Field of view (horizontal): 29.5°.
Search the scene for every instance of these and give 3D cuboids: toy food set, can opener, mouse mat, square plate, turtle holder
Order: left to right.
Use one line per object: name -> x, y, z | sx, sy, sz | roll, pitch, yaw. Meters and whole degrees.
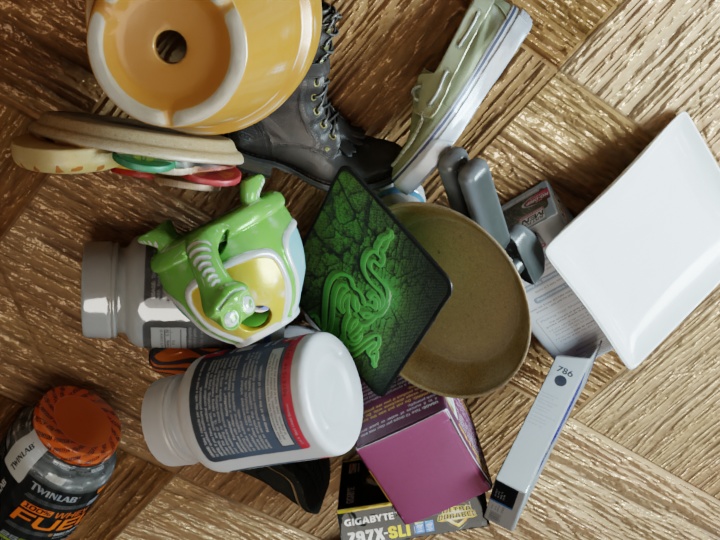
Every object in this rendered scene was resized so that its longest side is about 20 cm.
toy food set -> -0.198, -0.105, 1.215 | 0.197, 0.200, 0.049 | 9, 97, 3
turtle holder -> -0.107, -0.005, 1.227 | 0.141, 0.185, 0.132 | -30, 97, -22
mouse mat -> 0.002, 0.014, 1.300 | 0.008, 0.161, 0.200 | -29, 159, -36
can opener -> 0.122, -0.046, 1.292 | 0.067, 0.053, 0.200 | -49, 142, -15
square plate -> 0.295, -0.029, 1.382 | 0.200, 0.028, 0.198 | -44, 123, -5

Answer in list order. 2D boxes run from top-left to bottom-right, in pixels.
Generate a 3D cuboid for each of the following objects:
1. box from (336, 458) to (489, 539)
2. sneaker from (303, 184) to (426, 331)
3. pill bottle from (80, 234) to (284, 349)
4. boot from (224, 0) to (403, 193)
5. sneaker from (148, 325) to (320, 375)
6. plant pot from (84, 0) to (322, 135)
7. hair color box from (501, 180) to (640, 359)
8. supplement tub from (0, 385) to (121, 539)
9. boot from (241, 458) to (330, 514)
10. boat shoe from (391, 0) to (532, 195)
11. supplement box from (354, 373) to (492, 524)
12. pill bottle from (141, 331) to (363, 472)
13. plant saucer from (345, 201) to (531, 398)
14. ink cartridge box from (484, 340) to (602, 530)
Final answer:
box -> 0.056, 0.246, 1.515 | 0.159, 0.200, 0.050 | -8, 97, 2
sneaker -> 0.000, 0.000, 1.382 | 0.075, 0.087, 0.200 | 20, 126, -22
pill bottle -> -0.176, 0.021, 1.364 | 0.199, 0.114, 0.114 | 2, 129, -7
boot -> -0.040, -0.164, 1.256 | 0.199, 0.069, 0.175 | 6, 128, -7
sneaker -> -0.124, 0.119, 1.437 | 0.199, 0.113, 0.078 | -3, 154, -2
plant pot -> -0.139, -0.197, 1.108 | 0.199, 0.183, 0.201 | 2, 109, 5
hair color box -> 0.204, 0.010, 1.425 | 0.099, 0.061, 0.200 | -30, 126, 17
supplement tub -> -0.349, 0.228, 1.507 | 0.122, 0.123, 0.200 | 22, 124, -22
boot -> -0.121, 0.211, 1.564 | 0.137, 0.078, 0.200 | 5, 148, 20
boat shoe -> 0.080, -0.164, 1.260 | 0.062, 0.072, 0.201 | 33, 101, -2
supplement box -> 0.051, 0.139, 1.421 | 0.103, 0.200, 0.131 | -24, 126, 8
pill bottle -> -0.109, 0.134, 1.335 | 0.199, 0.120, 0.120 | -12, 131, 26
plant saucer -> 0.078, 0.024, 1.285 | 0.199, 0.035, 0.201 | 17, 122, 28
ink cartridge box -> 0.189, 0.164, 1.418 | 0.039, 0.200, 0.100 | 25, 149, 14
